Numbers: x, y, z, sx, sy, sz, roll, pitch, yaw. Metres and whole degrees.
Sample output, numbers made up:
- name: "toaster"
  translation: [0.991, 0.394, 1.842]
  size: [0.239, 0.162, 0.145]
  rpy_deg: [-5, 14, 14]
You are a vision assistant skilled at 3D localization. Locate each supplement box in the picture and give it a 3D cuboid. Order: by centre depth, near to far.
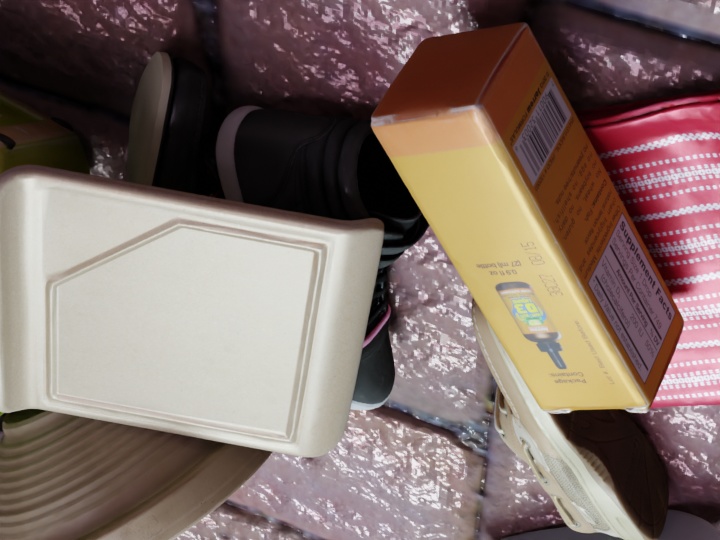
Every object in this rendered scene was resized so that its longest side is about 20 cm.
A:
- name: "supplement box"
  translation: [0.086, -0.020, 0.846]
  size: [0.066, 0.069, 0.201]
  rpy_deg: [-4, 129, 39]

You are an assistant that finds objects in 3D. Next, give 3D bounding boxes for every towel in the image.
- name: "towel"
  translation: [0.163, -0.004, 0.882]
  size: [0.144, 0.023, 0.201]
  rpy_deg: [-6, 128, 36]

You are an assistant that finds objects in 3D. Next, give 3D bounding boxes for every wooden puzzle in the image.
- name: "wooden puzzle"
  translation: [-0.095, 0.022, 0.926]
  size: [0.198, 0.037, 0.186]
  rpy_deg: [7, 137, -4]

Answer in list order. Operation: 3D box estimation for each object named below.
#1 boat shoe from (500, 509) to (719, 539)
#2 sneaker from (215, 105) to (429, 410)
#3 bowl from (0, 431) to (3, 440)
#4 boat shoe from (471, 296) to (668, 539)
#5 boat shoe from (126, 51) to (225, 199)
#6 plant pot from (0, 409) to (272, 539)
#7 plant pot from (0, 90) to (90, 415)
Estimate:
- name: "boat shoe"
  translation: [0.150, 0.197, 1.051]
  size: [0.198, 0.074, 0.068]
  rpy_deg: [-19, 116, 42]
- name: "sneaker"
  translation: [0.000, 0.000, 0.945]
  size: [0.098, 0.071, 0.201]
  rpy_deg: [2, 128, 36]
- name: "bowl"
  translation: [-0.264, 0.200, 1.307]
  size: [0.199, 0.075, 0.200]
  rpy_deg: [-23, 118, 43]
- name: "boat shoe"
  translation: [0.104, 0.081, 0.965]
  size: [0.064, 0.072, 0.201]
  rpy_deg: [-8, 128, 36]
- name: "boat shoe"
  translation: [-0.105, -0.038, 0.982]
  size: [0.062, 0.074, 0.203]
  rpy_deg: [3, 132, -11]
- name: "plant pot"
  translation: [-0.153, 0.105, 1.058]
  size: [0.200, 0.201, 0.093]
  rpy_deg: [-19, 107, 42]
- name: "plant pot"
  translation: [-0.271, -0.026, 0.969]
  size: [0.199, 0.199, 0.183]
  rpy_deg: [28, 100, 4]
